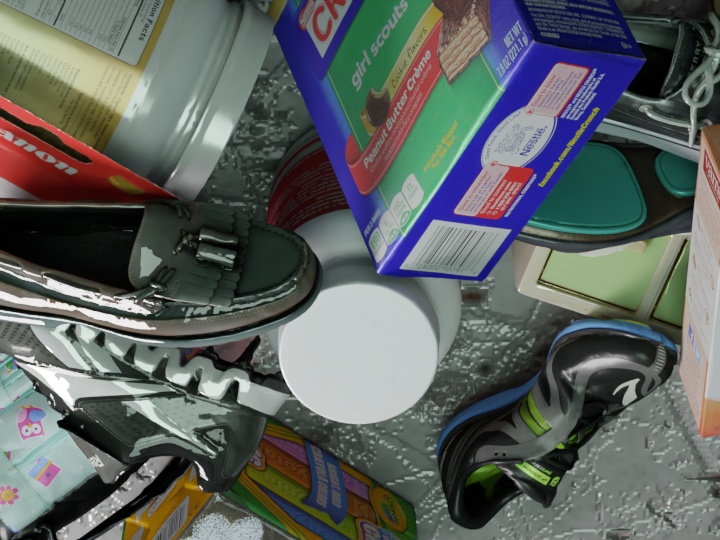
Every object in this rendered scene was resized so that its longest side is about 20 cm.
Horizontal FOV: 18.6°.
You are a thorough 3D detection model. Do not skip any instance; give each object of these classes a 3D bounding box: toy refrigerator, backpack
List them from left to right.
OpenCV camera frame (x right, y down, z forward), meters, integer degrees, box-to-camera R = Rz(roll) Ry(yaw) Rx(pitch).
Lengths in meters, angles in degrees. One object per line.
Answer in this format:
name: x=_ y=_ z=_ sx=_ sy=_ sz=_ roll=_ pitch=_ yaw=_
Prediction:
backpack: x=-0.159 y=0.069 z=1.294 sx=0.200 sy=0.167 sz=0.127 roll=-38 pitch=106 yaw=11
toy refrigerator: x=0.196 y=-0.001 z=1.301 sx=0.199 sy=0.070 sz=0.076 roll=19 pitch=115 yaw=-8

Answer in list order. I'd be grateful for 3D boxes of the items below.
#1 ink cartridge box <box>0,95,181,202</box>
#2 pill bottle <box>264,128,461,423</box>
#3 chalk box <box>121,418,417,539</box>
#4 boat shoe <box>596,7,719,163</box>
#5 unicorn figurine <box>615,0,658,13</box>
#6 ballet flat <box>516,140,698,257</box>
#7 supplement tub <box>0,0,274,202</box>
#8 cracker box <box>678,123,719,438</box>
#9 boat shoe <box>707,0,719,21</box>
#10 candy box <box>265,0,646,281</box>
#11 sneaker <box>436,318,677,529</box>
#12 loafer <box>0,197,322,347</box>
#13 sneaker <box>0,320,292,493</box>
ink cartridge box: x=-0.208 y=-0.045 z=1.183 sx=0.161 sy=0.200 sz=0.050 roll=30 pitch=73 yaw=-24
pill bottle: x=0.000 y=0.000 z=1.229 sx=0.112 sy=0.200 sz=0.113 roll=0 pitch=116 yaw=1
chalk box: x=-0.040 y=0.195 z=1.371 sx=0.200 sy=0.124 sz=0.125 roll=34 pitch=111 yaw=-16
boat shoe: x=0.178 y=-0.105 z=1.174 sx=0.198 sy=0.068 sz=0.074 roll=16 pitch=71 yaw=6
unicorn figurine: x=0.142 y=-0.199 z=1.185 sx=0.073 sy=0.137 sz=0.201 roll=0 pitch=102 yaw=11
ballet flat: x=0.153 y=-0.038 z=1.218 sx=0.199 sy=0.073 sz=0.073 roll=-11 pitch=117 yaw=-12
supplement tub: x=-0.161 y=-0.128 z=1.199 sx=0.199 sy=0.145 sz=0.145 roll=26 pitch=114 yaw=-12
cracker box: x=0.250 y=0.001 z=1.197 sx=0.133 sy=0.058 sz=0.201 roll=-9 pitch=137 yaw=-4
boat shoe: x=0.229 y=-0.155 z=1.224 sx=0.071 sy=0.076 sz=0.201 roll=-5 pitch=115 yaw=5
candy box: x=0.043 y=-0.124 z=1.149 sx=0.077 sy=0.201 sz=0.169 roll=7 pitch=134 yaw=-32
sneaker: x=0.120 y=0.096 z=1.317 sx=0.071 sy=0.083 sz=0.199 roll=27 pitch=133 yaw=-27
loafer: x=-0.121 y=-0.005 z=1.125 sx=0.199 sy=0.072 sz=0.063 roll=1 pitch=145 yaw=14
sneaker: x=-0.143 y=0.066 z=1.194 sx=0.199 sy=0.066 sz=0.091 roll=20 pitch=91 yaw=1
